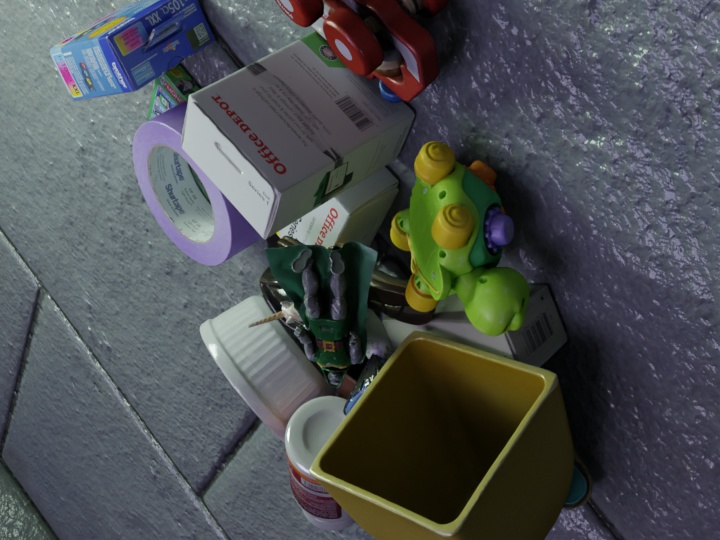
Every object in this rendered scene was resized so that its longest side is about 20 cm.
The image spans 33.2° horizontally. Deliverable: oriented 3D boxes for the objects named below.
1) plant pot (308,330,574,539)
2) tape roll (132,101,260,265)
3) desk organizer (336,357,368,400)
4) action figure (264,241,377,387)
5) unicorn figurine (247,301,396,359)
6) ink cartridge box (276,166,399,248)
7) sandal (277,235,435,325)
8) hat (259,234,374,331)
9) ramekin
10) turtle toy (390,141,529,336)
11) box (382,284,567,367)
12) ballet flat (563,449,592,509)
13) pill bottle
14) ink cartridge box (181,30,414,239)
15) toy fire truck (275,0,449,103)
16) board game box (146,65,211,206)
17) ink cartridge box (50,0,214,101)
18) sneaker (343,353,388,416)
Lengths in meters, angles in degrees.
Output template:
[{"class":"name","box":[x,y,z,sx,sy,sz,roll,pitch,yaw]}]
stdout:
[{"class":"plant pot","box":[0.105,0.216,1.233,0.192,0.196,0.201,15,147,42]},{"class":"tape roll","box":[-0.206,-0.110,1.542,0.199,0.065,0.202,34,140,33]},{"class":"desk organizer","box":[0.056,0.161,1.455,0.199,0.072,0.078,34,154,32]},{"class":"action figure","box":[-0.033,0.055,1.284,0.116,0.055,0.202,5,139,12]},{"class":"unicorn figurine","box":[-0.011,0.059,1.390,0.198,0.137,0.075,28,109,4]},{"class":"ink cartridge box","box":[-0.065,-0.111,1.385,0.200,0.084,0.145,48,147,13]},{"class":"sandal","box":[0.000,0.000,1.306,0.198,0.055,0.082,17,154,31]},{"class":"hat","box":[-0.072,0.025,1.516,0.200,0.080,0.203,35,143,32]},{"class":"ramekin","box":[-0.115,0.123,1.582,0.203,0.094,0.202,51,179,1]},{"class":"turtle toy","box":[0.103,-0.024,1.194,0.147,0.099,0.202,111,151,-53]},{"class":"box","box":[0.119,0.063,1.292,0.199,0.082,0.069,0,120,55]},{"class":"ballet flat","box":[0.180,0.176,1.328,0.201,0.070,0.071,51,147,12]},{"class":"pill bottle","box":[-0.037,0.250,1.530,0.109,0.109,0.201,41,156,23]},{"class":"ink cartridge box","box":[-0.066,-0.145,1.248,0.146,0.199,0.085,47,146,16]},{"class":"toy fire truck","box":[0.004,-0.243,1.179,0.200,0.112,0.168,44,169,21]},{"class":"board game box","box":[-0.204,-0.161,1.583,0.200,0.029,0.135,49,147,13]},{"class":"ink cartridge box","box":[-0.272,-0.276,1.474,0.199,0.136,0.077,6,128,51]},{"class":"sneaker","box":[0.031,0.160,1.348,0.077,0.076,0.201,19,151,15]}]
